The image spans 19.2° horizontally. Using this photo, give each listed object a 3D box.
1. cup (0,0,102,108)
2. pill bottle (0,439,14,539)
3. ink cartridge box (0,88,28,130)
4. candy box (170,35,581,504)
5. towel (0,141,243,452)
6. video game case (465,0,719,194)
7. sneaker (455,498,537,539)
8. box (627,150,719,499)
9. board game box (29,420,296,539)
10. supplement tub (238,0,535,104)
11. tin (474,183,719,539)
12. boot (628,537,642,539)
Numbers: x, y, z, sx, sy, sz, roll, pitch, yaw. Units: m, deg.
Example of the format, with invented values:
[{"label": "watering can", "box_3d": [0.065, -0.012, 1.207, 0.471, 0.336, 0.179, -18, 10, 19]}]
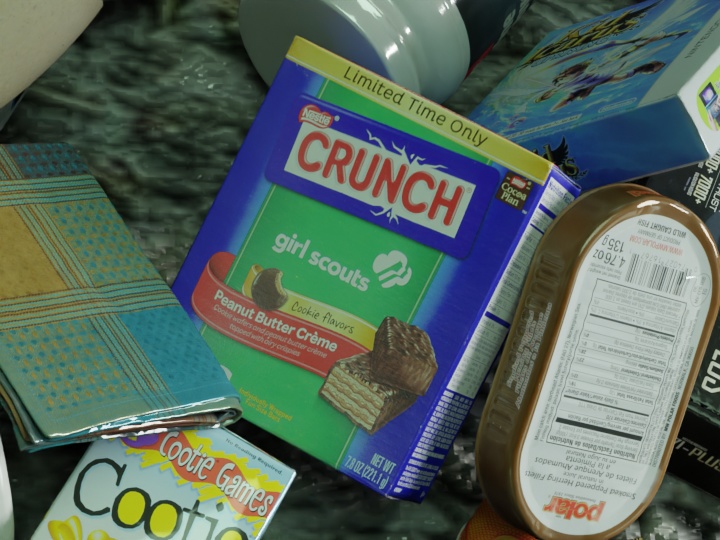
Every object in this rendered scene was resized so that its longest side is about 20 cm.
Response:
[{"label": "cup", "box_3d": [-0.260, -0.139, 1.142, 0.199, 0.200, 0.144, 32, 81, 1]}, {"label": "pill bottle", "box_3d": [-0.285, 0.119, 1.085, 0.198, 0.114, 0.115, -11, 69, -19]}, {"label": "ink cartridge box", "box_3d": [-0.290, -0.147, 1.250, 0.199, 0.039, 0.100, 28, 62, -1]}, {"label": "candy box", "box_3d": [0.000, 0.000, 1.170, 0.168, 0.077, 0.201, 27, 89, 18]}, {"label": "towel", "box_3d": [-0.160, 0.009, 1.101, 0.146, 0.022, 0.200, -4, 49, -47]}, {"label": "video game case", "box_3d": [0.152, -0.106, 1.243, 0.181, 0.199, 0.046, -45, 112, -43]}, {"label": "sneaker", "box_3d": [0.075, 0.195, 1.171, 0.072, 0.077, 0.201, 24, 60, -1]}, {"label": "box", "box_3d": [0.220, 0.021, 1.285, 0.163, 0.086, 0.201, 28, 62, -2]}, {"label": "board game box", "box_3d": [-0.132, 0.176, 1.107, 0.102, 0.105, 0.201, 31, 61, 1]}, {"label": "supplement tub", "box_3d": [0.033, -0.186, 1.298, 0.140, 0.141, 0.200, 39, 62, 5]}, {"label": "tin", "box_3d": [0.131, 0.053, 1.159, 0.111, 0.042, 0.202, 14, 96, -26]}, {"label": "boot", "box_3d": [0.133, 0.246, 1.116, 0.174, 0.066, 0.202, 0, 72, -53]}]
